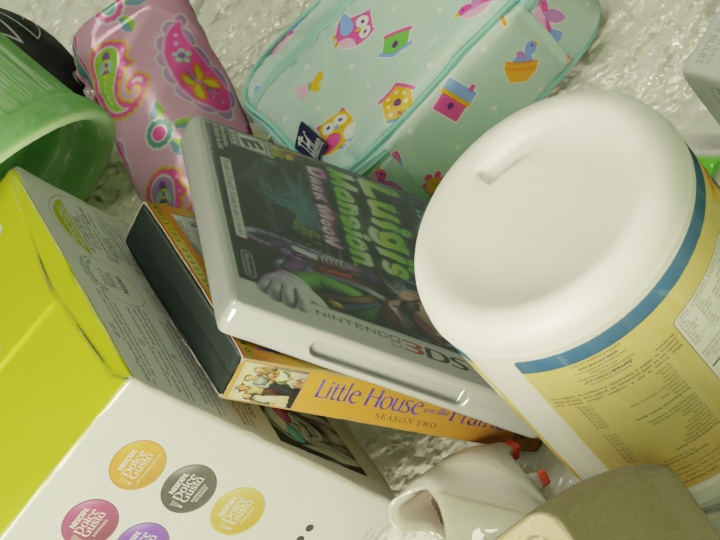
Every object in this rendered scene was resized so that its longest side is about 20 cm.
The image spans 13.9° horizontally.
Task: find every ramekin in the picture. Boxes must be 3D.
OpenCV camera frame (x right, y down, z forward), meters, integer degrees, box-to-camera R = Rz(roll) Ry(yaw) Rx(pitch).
[{"bbox_3d":[-0.239,-0.045,1.615,0.098,0.200,0.200,44,89,11],"label":"ramekin"}]

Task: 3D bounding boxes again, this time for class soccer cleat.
[{"bbox_3d":[0.088,0.147,1.443,0.077,0.069,0.200,-25,31,-20],"label":"soccer cleat"}]

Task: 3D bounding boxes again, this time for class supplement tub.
[{"bbox_3d":[0.132,0.025,1.410,0.144,0.200,0.145,-22,45,23],"label":"supplement tub"}]

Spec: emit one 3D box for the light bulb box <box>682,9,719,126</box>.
[{"bbox_3d":[0.304,-0.121,1.448,0.200,0.125,0.199,18,70,46],"label":"light bulb box"}]

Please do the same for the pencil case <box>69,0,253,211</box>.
[{"bbox_3d":[-0.105,-0.072,1.729,0.087,0.087,0.200,-33,63,14],"label":"pencil case"}]

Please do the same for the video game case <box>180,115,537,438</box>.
[{"bbox_3d":[0.000,0.000,1.534,0.023,0.181,0.200,-61,22,23],"label":"video game case"}]

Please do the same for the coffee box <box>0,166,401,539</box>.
[{"bbox_3d":[-0.142,0.105,1.545,0.200,0.198,0.200,-50,41,14],"label":"coffee box"}]

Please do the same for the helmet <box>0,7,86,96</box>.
[{"bbox_3d":[-0.260,-0.072,1.817,0.200,0.200,0.191,5,65,41],"label":"helmet"}]

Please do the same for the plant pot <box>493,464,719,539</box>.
[{"bbox_3d":[0.087,0.205,1.273,0.200,0.177,0.200,-38,68,9],"label":"plant pot"}]

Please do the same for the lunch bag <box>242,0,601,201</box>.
[{"bbox_3d":[0.027,-0.125,1.707,0.200,0.077,0.160,-45,42,0],"label":"lunch bag"}]

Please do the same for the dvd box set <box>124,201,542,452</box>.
[{"bbox_3d":[-0.010,0.030,1.531,0.029,0.199,0.146,-62,38,22],"label":"dvd box set"}]
